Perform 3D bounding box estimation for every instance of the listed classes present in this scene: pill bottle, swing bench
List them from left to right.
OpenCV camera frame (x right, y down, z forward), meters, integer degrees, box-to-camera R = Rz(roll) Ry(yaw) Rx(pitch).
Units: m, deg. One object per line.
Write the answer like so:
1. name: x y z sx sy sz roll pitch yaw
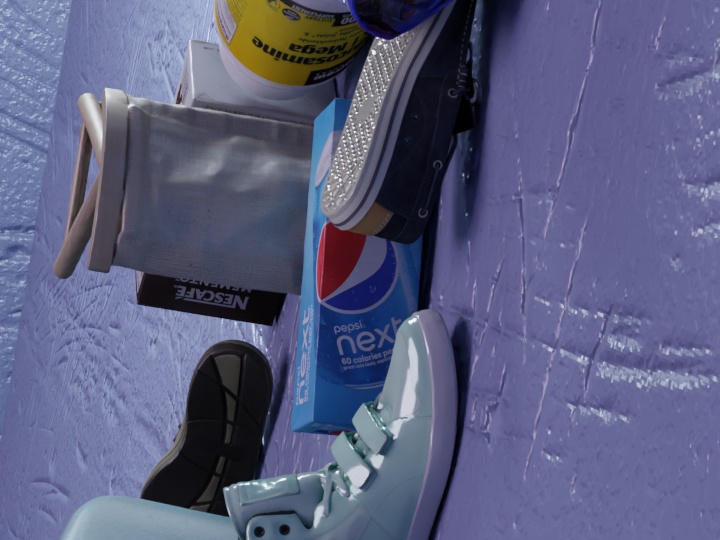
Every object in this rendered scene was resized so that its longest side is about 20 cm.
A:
1. swing bench: -0.089 -0.047 1.694 0.200 0.197 0.131 176 103 -75
2. pill bottle: -0.040 -0.195 1.762 0.200 0.111 0.113 124 152 -67

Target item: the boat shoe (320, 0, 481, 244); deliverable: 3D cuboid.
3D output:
1. boat shoe: 0.037 -0.106 1.507 0.074 0.062 0.201 -20 46 61

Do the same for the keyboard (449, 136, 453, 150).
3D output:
1. keyboard: 0.040 -0.127 1.623 0.201 0.011 0.057 -96 15 -47

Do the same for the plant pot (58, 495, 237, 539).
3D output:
1. plant pot: -0.125 0.255 1.694 0.200 0.194 0.198 -94 17 -69

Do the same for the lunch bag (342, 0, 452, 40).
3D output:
1. lunch bag: 0.036 -0.248 1.478 0.170 0.123 0.201 -111 41 -66

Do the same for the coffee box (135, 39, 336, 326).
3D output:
1. coffee box: -0.097 -0.064 1.917 0.080 0.112 0.201 -98 20 -49

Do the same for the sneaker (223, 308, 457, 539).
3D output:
1. sneaker: -0.015 0.114 1.462 0.074 0.117 0.202 -130 51 -74

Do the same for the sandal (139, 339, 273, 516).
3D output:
1. sandal: -0.110 0.133 1.959 0.057 0.079 0.202 -71 5 -59

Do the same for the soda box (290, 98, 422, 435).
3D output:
1. soda box: 0.000 0.000 1.568 0.068 0.064 0.202 145 130 -75
